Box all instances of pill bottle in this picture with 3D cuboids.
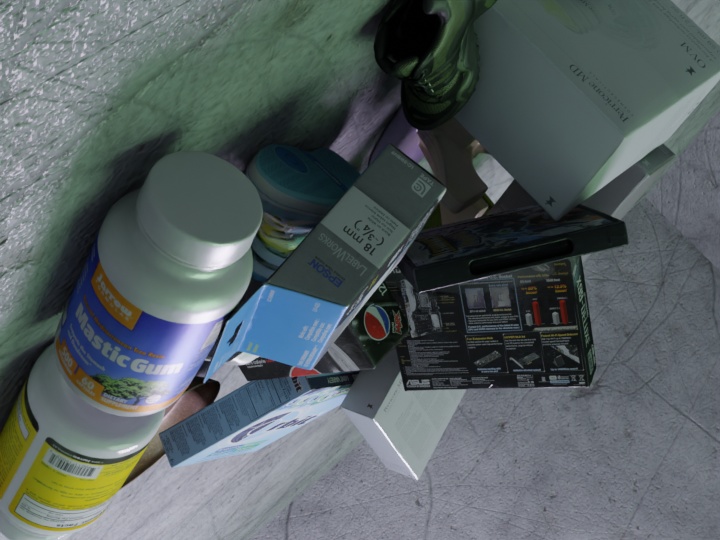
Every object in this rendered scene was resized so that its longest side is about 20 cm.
[{"bbox_3d":[-0.248,0.151,1.016,0.112,0.113,0.200,-31,164,-47],"label":"pill bottle"},{"bbox_3d":[-0.144,0.010,0.867,0.112,0.112,0.200,-32,164,-44],"label":"pill bottle"}]

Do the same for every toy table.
[{"bbox_3d":[0.106,-0.128,1.217,0.184,0.117,0.200,-35,165,-36],"label":"toy table"}]

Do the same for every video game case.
[{"bbox_3d":[0.123,-0.026,1.076,0.180,0.026,0.200,-12,-171,-3],"label":"video game case"}]

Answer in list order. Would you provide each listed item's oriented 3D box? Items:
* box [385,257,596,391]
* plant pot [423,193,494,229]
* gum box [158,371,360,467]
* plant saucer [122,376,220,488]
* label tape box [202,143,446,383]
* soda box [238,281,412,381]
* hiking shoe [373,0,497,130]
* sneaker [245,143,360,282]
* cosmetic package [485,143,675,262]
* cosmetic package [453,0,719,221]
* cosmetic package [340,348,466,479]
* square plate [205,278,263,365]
[{"bbox_3d":[0.127,0.041,1.212,0.199,0.159,0.050,-4,-158,22],"label":"box"},{"bbox_3d":[0.096,0.011,1.549,0.192,0.201,0.200,-31,167,-8],"label":"plant pot"},{"bbox_3d":[-0.096,0.151,1.336,0.199,0.045,0.170,-30,165,25],"label":"gum box"},{"bbox_3d":[-0.241,0.179,1.327,0.200,0.037,0.200,-41,169,-10],"label":"plant saucer"},{"bbox_3d":[-0.029,0.014,0.942,0.200,0.063,0.144,-50,176,-27],"label":"label tape box"},{"bbox_3d":[-0.048,0.057,1.156,0.199,0.071,0.063,-11,-156,49],"label":"soda box"},{"bbox_3d":[0.046,-0.181,0.973,0.100,0.076,0.200,-29,154,-25],"label":"hiking shoe"},{"bbox_3d":[-0.070,-0.038,1.035,0.131,0.080,0.200,-48,167,16],"label":"sneaker"},{"bbox_3d":[0.212,-0.073,1.226,0.090,0.107,0.200,-27,160,-53],"label":"cosmetic package"},{"bbox_3d":[0.187,-0.185,1.077,0.200,0.199,0.123,-34,165,-38],"label":"cosmetic package"},{"bbox_3d":[0.068,0.113,1.360,0.201,0.051,0.151,-59,146,-22],"label":"cosmetic package"},{"bbox_3d":[-0.084,0.029,1.121,0.200,0.029,0.198,-39,-162,-25],"label":"square plate"}]
